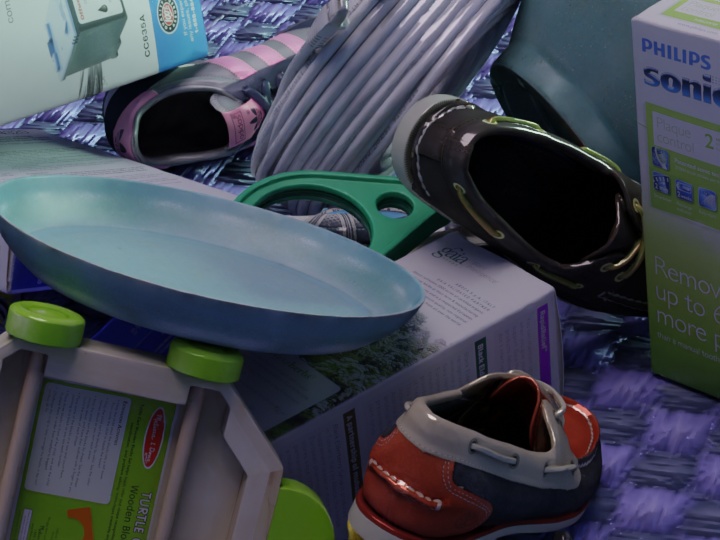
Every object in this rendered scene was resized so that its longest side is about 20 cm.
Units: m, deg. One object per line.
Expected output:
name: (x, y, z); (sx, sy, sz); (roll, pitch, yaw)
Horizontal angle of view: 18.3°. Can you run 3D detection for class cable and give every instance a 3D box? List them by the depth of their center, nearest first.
cable: (0.020, -0.113, 1.247); (0.069, 0.200, 0.200); (39, 43, 5)

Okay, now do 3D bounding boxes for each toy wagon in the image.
toy wagon: (-0.093, 0.102, 0.946); (0.198, 0.156, 0.040); (13, 10, -12)

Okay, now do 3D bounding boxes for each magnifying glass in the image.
magnifying glass: (0.024, -0.030, 1.135); (0.199, 0.023, 0.080); (-16, 48, -22)

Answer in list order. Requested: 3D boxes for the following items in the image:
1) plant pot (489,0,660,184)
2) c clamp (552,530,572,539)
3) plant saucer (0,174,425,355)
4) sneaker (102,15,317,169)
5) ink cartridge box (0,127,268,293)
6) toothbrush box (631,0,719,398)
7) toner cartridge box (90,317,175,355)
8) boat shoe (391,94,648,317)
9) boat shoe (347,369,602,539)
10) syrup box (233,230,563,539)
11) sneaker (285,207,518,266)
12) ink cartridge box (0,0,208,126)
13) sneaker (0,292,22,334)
plant pot: (0.156, -0.105, 1.225); (0.134, 0.201, 0.200); (-38, 37, -6)
c clamp: (0.014, 0.188, 0.914); (0.198, 0.027, 0.171); (-10, 36, -8)
plant saucer: (-0.070, -0.001, 1.000); (0.199, 0.028, 0.200); (14, 12, -3)
sneaker: (-0.057, -0.102, 1.359); (0.199, 0.071, 0.082); (-18, 26, -1)
ink cartridge box: (-0.187, -0.036, 1.240); (0.199, 0.044, 0.196); (17, 16, 37)
toothbrush box: (0.213, -0.030, 1.057); (0.145, 0.201, 0.086); (22, 41, 38)
toner cartridge box: (-0.134, 0.067, 1.072); (0.043, 0.095, 0.200); (45, 44, -2)
boat shoe: (0.106, -0.023, 1.110); (0.200, 0.072, 0.060); (25, 0, -31)
boat shoe: (0.061, 0.076, 0.986); (0.071, 0.063, 0.200); (28, 18, 24)
syrup box: (-0.002, 0.064, 1.061); (0.199, 0.082, 0.079); (-26, 38, -29)
sneaker: (0.000, 0.000, 1.187); (0.198, 0.078, 0.086); (3, 25, -2)
ink cartridge box: (-0.191, -0.168, 1.279); (0.085, 0.148, 0.200); (3, 20, 38)
sneaker: (-0.239, 0.024, 1.182); (0.075, 0.077, 0.200); (2, 30, 18)
